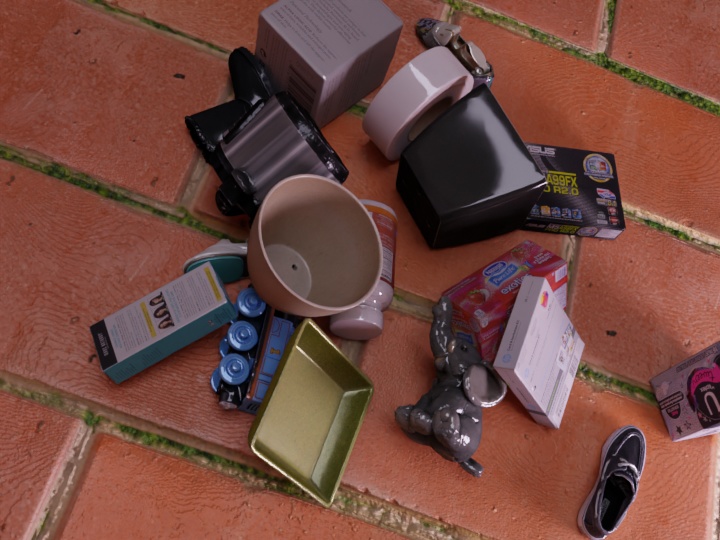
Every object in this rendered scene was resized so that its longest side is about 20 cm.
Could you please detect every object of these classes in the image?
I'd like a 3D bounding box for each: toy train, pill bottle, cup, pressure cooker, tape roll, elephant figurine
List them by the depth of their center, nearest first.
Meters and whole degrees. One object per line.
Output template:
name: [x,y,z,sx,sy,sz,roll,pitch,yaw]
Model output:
cup: [-0.086,-0.016,1.141,0.197,0.143,0.204,14,62,-28]
toy train: [-0.151,0.118,1.179,0.112,0.087,0.203,19,61,-15]
elephant figurine: [0.149,0.172,1.195,0.140,0.156,0.202,18,63,27]
pressure cooker: [-0.138,-0.153,1.223,0.199,0.176,0.180,-39,46,7]
pill bottle: [0.000,0.000,1.250,0.110,0.112,0.204,9,65,-10]
tape roll: [0.099,-0.284,1.353,0.201,0.203,0.071,-36,77,-25]

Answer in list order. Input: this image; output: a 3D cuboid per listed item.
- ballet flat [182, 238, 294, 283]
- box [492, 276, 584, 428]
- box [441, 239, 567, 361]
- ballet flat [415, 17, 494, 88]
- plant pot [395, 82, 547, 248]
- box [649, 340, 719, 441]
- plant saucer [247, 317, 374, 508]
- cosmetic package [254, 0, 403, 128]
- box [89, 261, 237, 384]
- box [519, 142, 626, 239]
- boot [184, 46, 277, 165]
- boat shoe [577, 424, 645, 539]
ballet flat: [-0.186,-0.022,1.248,0.196,0.070,0.071,-7,68,-21]
box: [0.281,0.130,1.225,0.041,0.200,0.158,6,61,37]
box: [0.235,0.049,1.277,0.198,0.101,0.095,-30,40,-23]
ballet flat: [0.187,-0.428,1.512,0.072,0.072,0.201,-35,78,-25]
plant pot: [0.167,-0.151,1.326,0.175,0.200,0.202,-26,74,-9]
box: [0.582,0.190,1.260,0.130,0.201,0.117,-8,67,-16]
plant saucer: [-0.076,0.203,1.130,0.200,0.047,0.202,49,53,-40]
cosmetic package: [-0.060,-0.384,1.377,0.165,0.165,0.199,45,63,9]
box: [-0.283,0.075,1.137,0.198,0.049,0.083,-29,57,-4]
box: [0.378,-0.146,1.447,0.196,0.044,0.163,6,66,-12]
boot: [-0.222,-0.276,1.345,0.161,0.074,0.200,-29,74,-17]
boat shoe: [0.404,0.324,1.230,0.071,0.068,0.201,37,63,4]
